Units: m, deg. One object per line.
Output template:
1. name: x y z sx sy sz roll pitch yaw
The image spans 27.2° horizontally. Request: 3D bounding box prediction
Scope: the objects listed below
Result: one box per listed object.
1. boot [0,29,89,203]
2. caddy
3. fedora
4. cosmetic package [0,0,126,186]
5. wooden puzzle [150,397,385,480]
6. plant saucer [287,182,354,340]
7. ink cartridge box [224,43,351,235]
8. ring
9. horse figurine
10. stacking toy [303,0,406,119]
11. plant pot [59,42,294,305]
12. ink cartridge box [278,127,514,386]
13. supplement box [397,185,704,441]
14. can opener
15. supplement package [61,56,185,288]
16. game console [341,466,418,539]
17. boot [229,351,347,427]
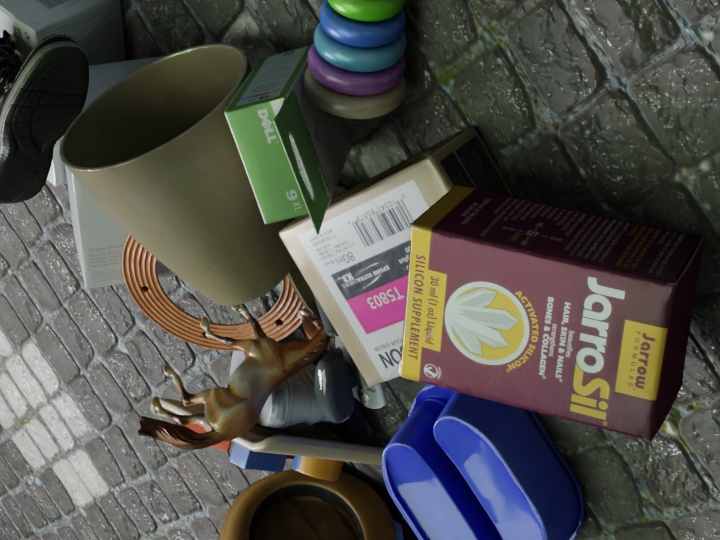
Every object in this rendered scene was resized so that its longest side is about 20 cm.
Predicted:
1. boot: -0.328 -0.181 1.404 0.204 0.073 0.154 -57 49 42
2. caddy: 0.115 0.192 1.362 0.141 0.105 0.200 -31 93 34
3. fedora: -0.054 0.305 1.577 0.200 0.200 0.082 34 148 29
4. cosmetic package: -0.307 -0.202 1.547 0.081 0.113 0.200 35 140 29
5. wooden puzzle: -0.098 0.181 1.565 0.200 0.185 0.046 11 88 45
6. plant saucer: 0.000 0.000 1.399 0.200 0.029 0.200 31 140 30
7. ink cartridge box: -0.062 -0.107 1.242 0.059 0.200 0.104 -13 113 14
8. ring: -0.142 0.002 1.506 0.200 0.019 0.201 4 128 5
9. horse figurine: -0.125 0.107 1.449 0.132 0.200 0.050 27 156 30
10. stacking toy: 0.002 -0.221 1.164 0.085 0.085 0.200 34 138 29
11. plant pot: -0.143 -0.073 1.359 0.187 0.187 0.200 12 140 47
12. ink cartridge box: 0.049 -0.007 1.259 0.200 0.075 0.165 -25 98 44
13. supplement box: 0.140 0.029 1.104 0.199 0.103 0.131 12 115 20
14. can opener: -0.021 0.051 1.393 0.053 0.066 0.201 13 124 46
15. supplement package: -0.239 -0.098 1.510 0.200 0.117 0.117 93 163 -44
16. game console: -0.016 0.327 1.634 0.200 0.116 0.176 27 138 36
17. boot: -0.074 0.125 1.560 0.200 0.095 0.074 -147 64 -68
